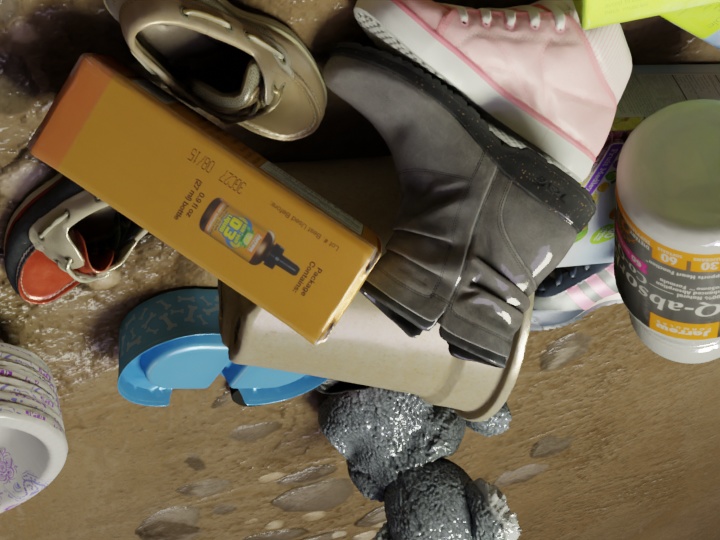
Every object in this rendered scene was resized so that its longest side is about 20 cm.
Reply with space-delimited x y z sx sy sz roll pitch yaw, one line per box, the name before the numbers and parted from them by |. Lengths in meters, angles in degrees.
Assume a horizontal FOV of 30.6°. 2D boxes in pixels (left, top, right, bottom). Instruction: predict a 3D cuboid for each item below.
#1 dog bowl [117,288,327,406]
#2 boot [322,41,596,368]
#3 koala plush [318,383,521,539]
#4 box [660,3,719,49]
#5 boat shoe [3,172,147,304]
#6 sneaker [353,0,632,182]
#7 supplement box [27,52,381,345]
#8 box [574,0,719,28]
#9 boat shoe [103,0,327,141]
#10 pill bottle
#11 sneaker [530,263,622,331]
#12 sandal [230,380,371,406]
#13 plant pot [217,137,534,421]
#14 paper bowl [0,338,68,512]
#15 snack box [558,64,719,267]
dog bowl | -0.107 0.061 1.068 0.198 0.050 0.112 4 144 -35
boot | 0.033 -0.039 0.802 0.132 0.199 0.070 -55 171 -3
koala plush | 0.057 0.198 1.244 0.176 0.202 0.183 -29 150 19
box | 0.259 -0.198 0.844 0.198 0.048 0.122 14 137 -43
boat shoe | -0.174 -0.029 0.858 0.071 0.063 0.200 7 143 -42
sneaker | 0.091 -0.146 0.821 0.199 0.075 0.106 30 92 -29
supplement box | -0.085 -0.043 0.751 0.067 0.199 0.069 -55 -178 8
box | 0.167 -0.225 0.679 0.120 0.048 0.201 -11 142 3
boat shoe | -0.078 -0.115 0.763 0.072 0.066 0.200 -28 150 16
pill bottle | 0.238 -0.019 0.931 0.115 0.118 0.201 -19 148 0
sneaker | 0.198 -0.009 1.132 0.197 0.071 0.083 -16 135 -12
sandal | -0.020 0.090 1.174 0.198 0.046 0.075 -23 151 7
plant pot | 0.000 0.000 0.905 0.181 0.203 0.201 3 146 -16
paper bowl | -0.321 0.110 0.964 0.198 0.105 0.202 -15 151 -9
snack box | 0.200 -0.077 0.997 0.197 0.068 0.169 -6 148 -25
